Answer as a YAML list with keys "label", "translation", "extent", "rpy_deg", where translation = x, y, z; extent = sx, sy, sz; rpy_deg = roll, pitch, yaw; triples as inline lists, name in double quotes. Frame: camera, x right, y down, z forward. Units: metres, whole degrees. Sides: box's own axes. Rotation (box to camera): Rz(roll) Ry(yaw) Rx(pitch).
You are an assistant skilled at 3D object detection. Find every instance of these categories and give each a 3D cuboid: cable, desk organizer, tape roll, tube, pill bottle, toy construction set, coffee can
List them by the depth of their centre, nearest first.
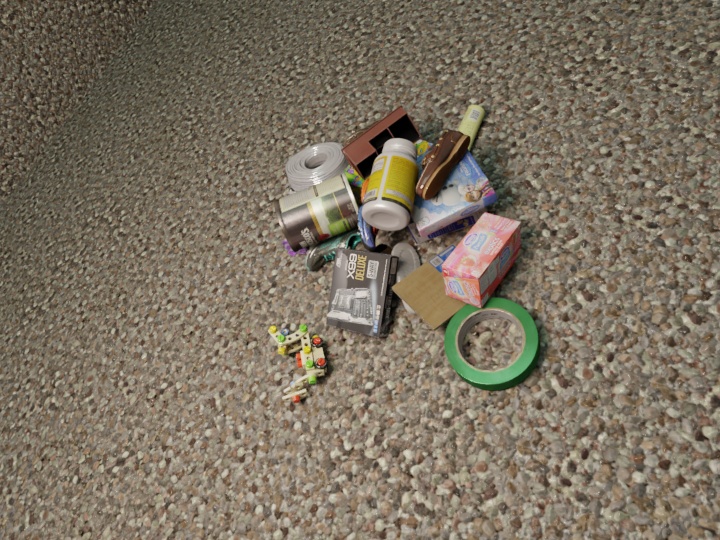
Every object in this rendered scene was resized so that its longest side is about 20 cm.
- label: "tape roll"
  translation: [0.286, 0.158, 1.124]
  extent: [0.200, 0.048, 0.201]
  rpy_deg: [-12, 57, 19]
- label: "pill bottle"
  translation: [0.076, -0.204, 1.207]
  extent: [0.112, 0.112, 0.200]
  rpy_deg: [2, 65, 27]
- label: "toy construction set"
  translation: [-0.152, 0.221, 1.270]
  extent: [0.131, 0.092, 0.200]
  rpy_deg: [-9, 63, -8]
- label: "coffee can"
  translation: [-0.107, -0.152, 1.350]
  extent: [0.200, 0.146, 0.147]
  rpy_deg: [-22, 54, 2]
- label: "desk organizer"
  translation: [0.057, -0.337, 1.365]
  extent: [0.200, 0.072, 0.077]
  rpy_deg: [-36, 55, 0]
- label: "tube"
  translation: [0.289, -0.368, 1.443]
  extent: [0.200, 0.052, 0.058]
  rpy_deg: [-65, 15, -15]
- label: "cable"
  translation: [-0.131, -0.317, 1.578]
  extent: [0.200, 0.069, 0.200]
  rpy_deg: [4, 50, 26]

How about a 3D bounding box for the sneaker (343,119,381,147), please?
- label: "sneaker"
  translation: [0.041, -0.417, 1.583]
  extent: [0.200, 0.071, 0.076]
  rpy_deg: [-20, 28, 3]

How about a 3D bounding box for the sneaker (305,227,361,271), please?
- label: "sneaker"
  translation: [-0.065, -0.065, 1.413]
  extent: [0.200, 0.078, 0.091]
  rpy_deg: [-45, 57, -3]

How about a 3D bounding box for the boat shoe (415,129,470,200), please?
- label: "boat shoe"
  translation: [0.182, -0.253, 1.219]
  extent: [0.070, 0.070, 0.200]
  rpy_deg: [29, 69, 22]

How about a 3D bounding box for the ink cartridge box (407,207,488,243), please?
- label: "ink cartridge box"
  translation: [0.219, -0.133, 1.300]
  extent: [0.200, 0.095, 0.037]
  rpy_deg: [-20, 55, 14]

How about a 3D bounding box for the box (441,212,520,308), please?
- label: "box"
  translation: [0.279, -0.027, 1.173]
  extent: [0.095, 0.103, 0.200]
  rpy_deg: [22, 56, 34]

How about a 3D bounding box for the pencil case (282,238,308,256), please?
- label: "pencil case"
  translation: [-0.157, -0.144, 1.500]
  extent: [0.085, 0.084, 0.200]
  rpy_deg: [-25, 38, 61]

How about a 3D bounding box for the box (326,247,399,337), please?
- label: "box"
  translation: [0.003, 0.051, 1.273]
  extent: [0.157, 0.050, 0.201]
  rpy_deg: [10, 94, 30]

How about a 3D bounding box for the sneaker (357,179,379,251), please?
- label: "sneaker"
  translation: [0.037, -0.140, 1.266]
  extent: [0.078, 0.075, 0.200]
  rpy_deg: [0, 65, 12]

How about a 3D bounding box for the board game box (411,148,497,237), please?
- label: "board game box"
  translation: [0.196, -0.206, 1.256]
  extent: [0.199, 0.043, 0.200]
  rpy_deg: [-27, 59, 6]

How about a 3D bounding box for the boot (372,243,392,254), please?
- label: "boot"
  translation: [0.000, 0.000, 1.341]
  extent: [0.200, 0.075, 0.074]
  rpy_deg: [-37, 54, 3]

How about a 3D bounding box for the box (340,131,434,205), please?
- label: "box"
  translation: [0.086, -0.266, 1.428]
  extent: [0.192, 0.122, 0.200]
  rpy_deg: [31, 77, 36]

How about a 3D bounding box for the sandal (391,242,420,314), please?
- label: "sandal"
  translation: [0.110, 0.020, 1.287]
  extent: [0.050, 0.082, 0.203]
  rpy_deg: [130, 142, -49]

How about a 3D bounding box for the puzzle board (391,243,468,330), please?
- label: "puzzle board"
  translation: [0.198, 0.036, 1.222]
  extent: [0.200, 0.017, 0.151]
  rpy_deg: [-35, 59, -17]
